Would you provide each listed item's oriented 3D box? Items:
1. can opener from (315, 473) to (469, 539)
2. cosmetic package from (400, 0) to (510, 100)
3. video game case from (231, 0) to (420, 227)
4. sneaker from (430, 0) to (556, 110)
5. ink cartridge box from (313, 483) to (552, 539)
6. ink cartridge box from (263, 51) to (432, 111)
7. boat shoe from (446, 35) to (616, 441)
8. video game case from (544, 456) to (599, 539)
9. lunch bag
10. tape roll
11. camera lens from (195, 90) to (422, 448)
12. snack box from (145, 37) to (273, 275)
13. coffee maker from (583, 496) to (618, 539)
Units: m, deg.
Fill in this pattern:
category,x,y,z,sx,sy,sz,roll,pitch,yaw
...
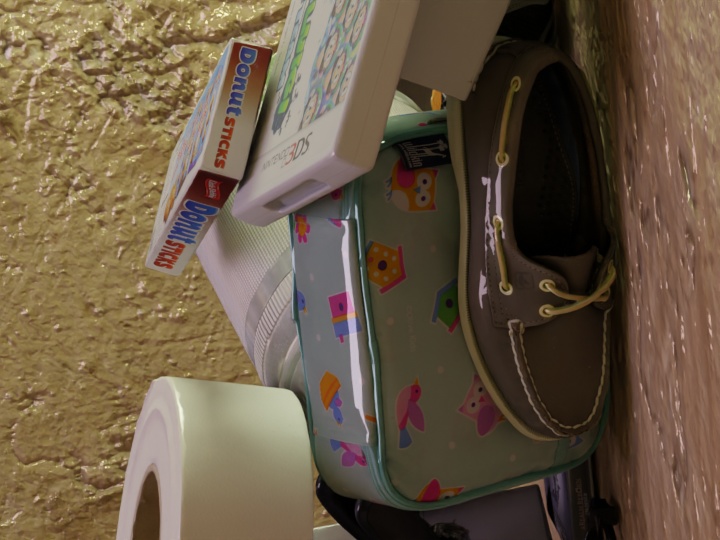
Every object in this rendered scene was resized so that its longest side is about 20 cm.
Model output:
category,x,y,z,sx,sy,sz,roll,pitch,yaw
can opener,0.020,0.154,1.292,0.079,0.063,0.200,-62,-19,-17
cosmetic package,0.048,-0.189,1.100,0.200,0.052,0.151,-100,29,-64
video game case,-0.004,-0.128,1.065,0.182,0.024,0.200,158,129,-72
sneaker,0.077,-0.101,1.252,0.200,0.078,0.077,72,-179,-67
ink cartridge box,0.031,0.211,1.456,0.144,0.200,0.084,71,-171,-66
ink cartridge box,0.008,-0.124,1.459,0.048,0.200,0.146,42,163,19
boat shoe,0.087,-0.011,1.097,0.060,0.072,0.202,13,115,62
video game case,0.116,0.062,1.357,0.143,0.019,0.200,-105,10,-82
lunch bag,0.049,0.012,1.158,0.077,0.160,0.200,9,106,58
tape roll,-0.082,0.157,1.215,0.202,0.071,0.203,-174,90,-77
camera lens,0.000,0.000,1.317,0.160,0.160,0.200,85,161,-46
snack box,-0.083,-0.056,1.208,0.200,0.024,0.072,134,151,-71
coffee maker,0.045,0.229,1.257,0.135,0.200,0.192,130,133,-87
